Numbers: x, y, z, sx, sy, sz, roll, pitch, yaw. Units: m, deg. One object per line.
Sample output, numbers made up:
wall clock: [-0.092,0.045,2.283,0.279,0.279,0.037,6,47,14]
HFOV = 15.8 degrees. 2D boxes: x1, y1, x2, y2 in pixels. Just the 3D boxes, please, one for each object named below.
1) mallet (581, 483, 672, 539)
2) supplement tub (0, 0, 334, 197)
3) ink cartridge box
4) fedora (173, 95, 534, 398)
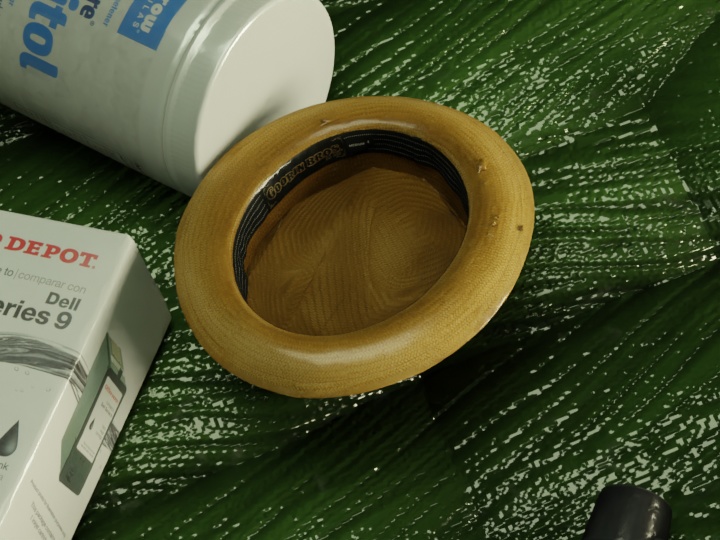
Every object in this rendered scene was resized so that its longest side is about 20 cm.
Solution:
mallet: [0.189,0.126,1.218,0.199,0.041,0.066,-12,50,34]
supplement tub: [-0.129,-0.130,1.445,0.199,0.132,0.132,25,65,27]
ink cartridge box: [-0.207,0.070,1.358,0.145,0.084,0.201,11,60,20]
fedora: [0.000,0.000,1.359,0.199,0.082,0.202,-5,51,7]
